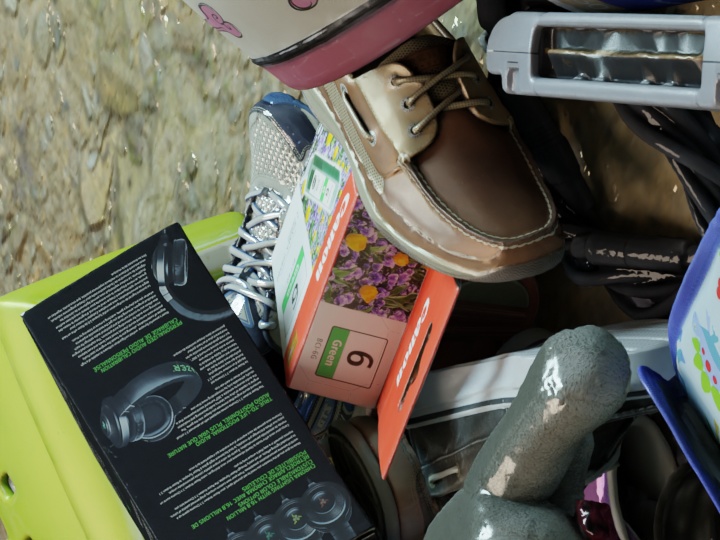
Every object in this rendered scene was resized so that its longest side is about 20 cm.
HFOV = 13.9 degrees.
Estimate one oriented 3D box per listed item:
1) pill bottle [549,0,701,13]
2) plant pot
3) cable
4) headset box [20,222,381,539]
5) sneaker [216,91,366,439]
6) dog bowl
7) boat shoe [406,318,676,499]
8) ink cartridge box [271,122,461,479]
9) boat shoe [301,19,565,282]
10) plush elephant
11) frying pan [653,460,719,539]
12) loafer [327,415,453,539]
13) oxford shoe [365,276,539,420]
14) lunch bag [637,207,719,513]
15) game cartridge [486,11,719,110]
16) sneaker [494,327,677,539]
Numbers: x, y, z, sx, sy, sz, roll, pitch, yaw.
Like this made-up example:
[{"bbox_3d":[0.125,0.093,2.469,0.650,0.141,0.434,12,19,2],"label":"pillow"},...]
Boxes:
[{"bbox_3d":[0.138,-0.161,1.099,0.200,0.115,0.116,-3,107,61],"label":"pill bottle"},{"bbox_3d":[-0.131,0.086,1.675,0.181,0.199,0.201,-29,83,56],"label":"plant pot"},{"bbox_3d":[0.109,-0.047,1.299,0.200,0.051,0.163,51,150,28],"label":"cable"},{"bbox_3d":[-0.065,0.107,1.439,0.200,0.093,0.174,56,172,23],"label":"headset box"},{"bbox_3d":[-0.038,0.006,1.564,0.077,0.085,0.201,20,126,55],"label":"sneaker"},{"bbox_3d":[0.017,-0.154,1.254,0.074,0.200,0.200,54,154,-12],"label":"dog bowl"},{"bbox_3d":[0.091,0.067,1.327,0.200,0.072,0.071,-16,89,59],"label":"boat shoe"},{"bbox_3d":[0.000,0.000,1.399,0.200,0.050,0.109,-98,26,-62],"label":"ink cartridge box"},{"bbox_3d":[0.027,-0.070,1.325,0.200,0.076,0.072,49,152,40],"label":"boat shoe"},{"bbox_3d":[0.104,0.154,1.243,0.200,0.154,0.165,128,157,-47],"label":"plush elephant"},{"bbox_3d":[0.192,0.111,1.285,0.115,0.031,0.190,53,139,18],"label":"frying pan"},{"bbox_3d":[0.022,0.107,1.491,0.200,0.063,0.072,95,150,-73],"label":"loafer"},{"bbox_3d":[0.044,0.024,1.471,0.200,0.071,0.074,116,151,-55],"label":"oxford shoe"},{"bbox_3d":[0.197,0.074,1.158,0.200,0.127,0.170,103,144,-59],"label":"lunch bag"},{"bbox_3d":[0.151,-0.076,1.115,0.200,0.133,0.042,11,102,63],"label":"game cartridge"},{"bbox_3d":[0.104,0.139,1.421,0.114,0.073,0.201,35,138,42],"label":"sneaker"}]
